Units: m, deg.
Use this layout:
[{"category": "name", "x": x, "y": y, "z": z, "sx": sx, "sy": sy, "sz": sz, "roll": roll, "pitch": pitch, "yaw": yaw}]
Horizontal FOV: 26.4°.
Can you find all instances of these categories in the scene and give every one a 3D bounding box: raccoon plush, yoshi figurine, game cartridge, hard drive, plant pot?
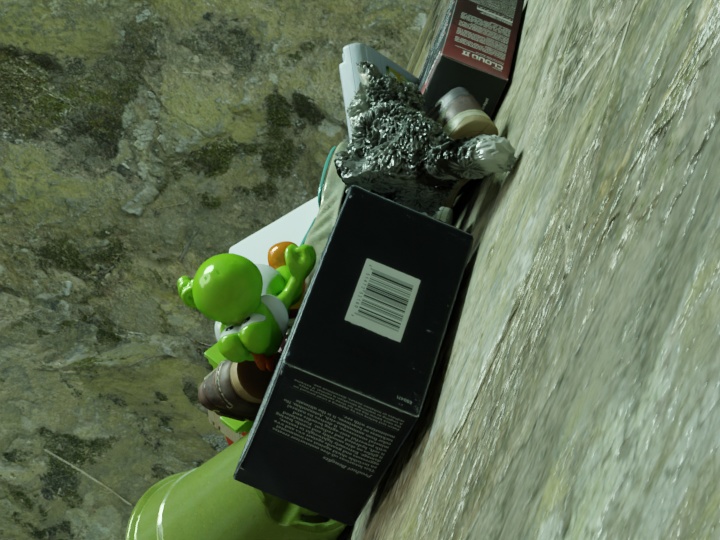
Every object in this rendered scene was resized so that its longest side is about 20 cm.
[{"category": "raccoon plush", "x": 0.065, "y": -0.127, "z": 1.341, "sx": 0.097, "sy": 0.200, "sz": 0.134, "roll": 38, "pitch": -125, "yaw": -48}, {"category": "yoshi figurine", "x": -0.102, "y": 0.013, "z": 1.365, "sx": 0.113, "sy": 0.112, "sz": 0.200, "roll": -61, "pitch": 6, "yaw": 15}, {"category": "game cartridge", "x": 0.040, "y": -0.157, "z": 1.666, "sx": 0.200, "sy": 0.040, "sz": 0.134, "roll": 18, "pitch": -116, "yaw": -63}, {"category": "hard drive", "x": -0.062, "y": -0.024, "z": 1.638, "sx": 0.200, "sy": 0.027, "sz": 0.132, "roll": -30, "pitch": 32, "yaw": 23}, {"category": "plant pot", "x": -0.096, "y": 0.238, "z": 1.471, "sx": 0.190, "sy": 0.200, "sz": 0.200, "roll": -48, "pitch": 17, "yaw": 41}]

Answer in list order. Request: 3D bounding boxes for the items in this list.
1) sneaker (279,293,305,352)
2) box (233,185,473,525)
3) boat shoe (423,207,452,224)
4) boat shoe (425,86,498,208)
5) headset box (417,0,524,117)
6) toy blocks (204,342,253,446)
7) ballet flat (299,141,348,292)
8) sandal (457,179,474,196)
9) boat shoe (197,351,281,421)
[{"category": "sneaker", "x": -0.063, "y": 0.091, "z": 1.685, "sx": 0.090, "sy": 0.075, "sz": 0.201, "roll": -136, "pitch": 37, "yaw": -72}, {"category": "box", "x": -0.005, "y": 0.075, "z": 1.306, "sx": 0.199, "sy": 0.123, "sz": 0.200, "roll": 116, "pitch": 176, "yaw": -52}, {"category": "boat shoe", "x": 0.032, "y": 0.013, "z": 1.442, "sx": 0.202, "sy": 0.065, "sz": 0.075, "roll": 118, "pitch": 172, "yaw": -48}, {"category": "boat shoe", "x": 0.055, "y": -0.090, "z": 1.447, "sx": 0.200, "sy": 0.072, "sz": 0.065, "roll": -51, "pitch": 41, "yaw": 36}, {"category": "headset box", "x": 0.102, "y": -0.194, "z": 1.594, "sx": 0.200, "sy": 0.077, "sz": 0.149, "roll": -75, "pitch": 7, "yaw": -51}, {"category": "toy blocks", "x": -0.092, "y": 0.183, "z": 1.638, "sx": 0.100, "sy": 0.200, "sz": 0.137, "roll": -38, "pitch": -33, "yaw": -30}, {"category": "ballet flat", "x": -0.016, "y": -0.051, "z": 1.544, "sx": 0.068, "sy": 0.062, "sz": 0.200, "roll": 77, "pitch": -158, "yaw": -46}, {"category": "sandal", "x": 0.081, "y": -0.069, "z": 1.533, "sx": 0.200, "sy": 0.048, "sz": 0.076, "roll": -37, "pitch": 31, "yaw": 57}, {"category": "boat shoe", "x": -0.066, "y": 0.115, "z": 1.483, "sx": 0.070, "sy": 0.200, "sz": 0.071, "roll": -32, "pitch": 58, "yaw": 38}]
